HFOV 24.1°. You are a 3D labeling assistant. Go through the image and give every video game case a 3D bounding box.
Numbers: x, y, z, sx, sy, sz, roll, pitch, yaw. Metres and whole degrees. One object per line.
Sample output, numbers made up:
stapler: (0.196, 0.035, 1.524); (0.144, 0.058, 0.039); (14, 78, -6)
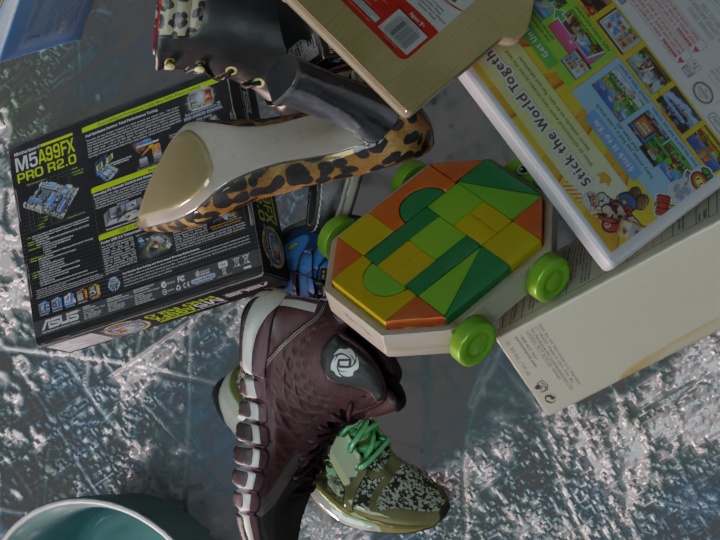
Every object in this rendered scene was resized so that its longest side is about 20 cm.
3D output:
video game case: (0.168, -0.130, 1.091); (0.181, 0.023, 0.201); (-35, 84, -13)

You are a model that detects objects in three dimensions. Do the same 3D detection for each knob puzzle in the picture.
knob puzzle: (0.029, -0.211, 1.072); (0.219, 0.220, 0.030); (42, 153, 4)

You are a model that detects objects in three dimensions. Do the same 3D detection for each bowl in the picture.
bowl: (-0.183, 0.256, 1.329); (0.199, 0.105, 0.203); (5, 105, 18)

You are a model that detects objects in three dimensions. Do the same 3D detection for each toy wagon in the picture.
toy wagon: (0.070, -0.025, 1.140); (0.155, 0.200, 0.040); (37, 158, 39)

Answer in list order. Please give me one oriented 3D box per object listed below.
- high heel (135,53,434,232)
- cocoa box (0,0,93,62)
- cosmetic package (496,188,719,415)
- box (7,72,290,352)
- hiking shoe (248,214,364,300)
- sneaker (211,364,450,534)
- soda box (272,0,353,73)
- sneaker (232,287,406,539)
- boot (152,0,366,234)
high heel: (-0.050, -0.063, 1.143); (0.200, 0.142, 0.072); (-36, 52, 36)
cocoa box: (-0.248, -0.271, 1.202); (0.131, 0.133, 0.201); (28, 111, 9)
cosmetic package: (0.195, 0.007, 1.133); (0.199, 0.105, 0.071); (-29, 106, 24)
box: (-0.159, -0.042, 1.248); (0.199, 0.044, 0.162); (-18, 74, 21)
hiking shoe: (0.000, 0.000, 1.211); (0.198, 0.087, 0.075); (-5, 102, 20)
sneaker: (-0.016, 0.117, 1.241); (0.199, 0.077, 0.089); (33, 131, 8)
soda box: (-0.029, -0.232, 1.110); (0.063, 0.070, 0.202); (-17, 86, 66)
sneaker: (-0.025, 0.115, 1.179); (0.114, 0.076, 0.202); (3, 101, 15)
boot: (-0.071, -0.128, 1.179); (0.152, 0.073, 0.206); (3, 99, -12)
